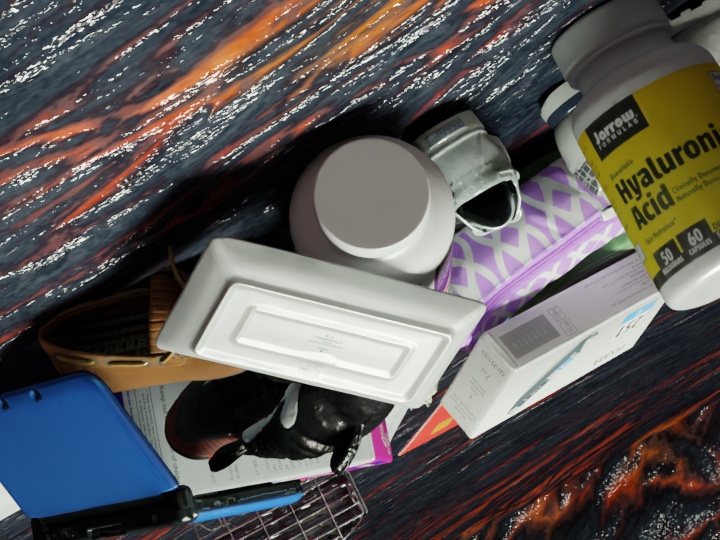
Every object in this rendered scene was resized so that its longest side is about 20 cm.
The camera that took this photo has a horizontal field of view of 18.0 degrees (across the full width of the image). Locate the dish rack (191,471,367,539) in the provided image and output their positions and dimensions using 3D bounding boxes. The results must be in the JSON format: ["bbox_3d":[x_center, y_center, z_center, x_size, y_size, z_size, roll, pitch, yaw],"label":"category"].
[{"bbox_3d":[-0.085,0.164,1.890,0.153,0.200,0.055,-28,155,3],"label":"dish rack"}]

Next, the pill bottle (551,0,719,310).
[{"bbox_3d":[0.211,-0.084,1.543,0.111,0.200,0.111,-26,165,-7],"label":"pill bottle"}]

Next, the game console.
[{"bbox_3d":[-0.169,0.132,1.651,0.170,0.119,0.200,-7,174,-41],"label":"game console"}]

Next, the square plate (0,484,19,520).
[{"bbox_3d":[-0.330,0.185,1.849,0.198,0.029,0.200,-28,166,6],"label":"square plate"}]

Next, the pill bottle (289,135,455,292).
[{"bbox_3d":[0.009,-0.024,1.564,0.112,0.113,0.200,-26,165,-6],"label":"pill bottle"}]

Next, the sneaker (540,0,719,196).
[{"bbox_3d":[0.231,-0.135,1.651,0.200,0.081,0.076,-33,163,16],"label":"sneaker"}]

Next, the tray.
[{"bbox_3d":[-0.025,0.042,1.496,0.199,0.022,0.108,14,131,-22],"label":"tray"}]

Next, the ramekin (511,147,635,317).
[{"bbox_3d":[0.189,-0.034,1.884,0.199,0.098,0.200,-26,166,-7],"label":"ramekin"}]

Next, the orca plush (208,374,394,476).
[{"bbox_3d":[-0.032,0.113,1.622,0.200,0.071,0.105,-27,144,31],"label":"orca plush"}]

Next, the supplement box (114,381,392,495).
[{"bbox_3d":[-0.085,0.122,1.810,0.199,0.104,0.101,-13,173,9],"label":"supplement box"}]

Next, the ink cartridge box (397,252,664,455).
[{"bbox_3d":[0.141,0.078,1.801,0.200,0.045,0.176,-25,157,-38],"label":"ink cartridge box"}]

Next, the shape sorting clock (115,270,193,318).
[{"bbox_3d":[-0.127,0.042,1.696,0.199,0.039,0.200,-26,165,-7],"label":"shape sorting clock"}]

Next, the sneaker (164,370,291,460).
[{"bbox_3d":[-0.068,0.074,1.701,0.200,0.071,0.098,-33,171,7],"label":"sneaker"}]

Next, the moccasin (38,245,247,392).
[{"bbox_3d":[-0.126,0.032,1.547,0.201,0.074,0.078,-9,147,27],"label":"moccasin"}]

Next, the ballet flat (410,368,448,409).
[{"bbox_3d":[0.050,0.048,1.819,0.076,0.064,0.200,-30,-164,30],"label":"ballet flat"}]

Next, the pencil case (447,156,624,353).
[{"bbox_3d":[0.134,-0.020,1.738,0.200,0.085,0.084,-37,129,-8],"label":"pencil case"}]

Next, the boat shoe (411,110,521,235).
[{"bbox_3d":[0.081,-0.059,1.649,0.070,0.072,0.201,-29,169,5],"label":"boat shoe"}]

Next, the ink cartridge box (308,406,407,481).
[{"bbox_3d":[-0.052,0.129,2.048,0.175,0.084,0.200,-24,165,-16],"label":"ink cartridge box"}]

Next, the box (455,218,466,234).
[{"bbox_3d":[0.000,0.000,1.789,0.110,0.035,0.200,-11,158,-49],"label":"box"}]
